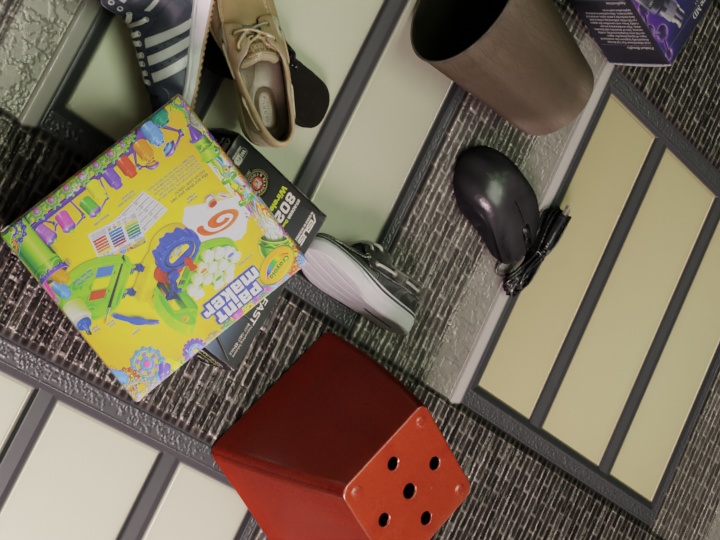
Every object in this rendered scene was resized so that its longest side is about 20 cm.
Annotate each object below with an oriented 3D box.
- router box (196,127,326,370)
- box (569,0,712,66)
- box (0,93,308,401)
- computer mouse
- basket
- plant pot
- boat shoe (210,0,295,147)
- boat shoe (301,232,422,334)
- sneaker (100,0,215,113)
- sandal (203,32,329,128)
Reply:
[{"bbox_3d":[-0.143,-0.021,1.455,0.150,0.062,0.201,42,71,-38],"label":"router box"},{"bbox_3d":[0.338,-0.372,1.762,0.200,0.104,0.148,46,69,-35],"label":"box"},{"bbox_3d":[-0.189,-0.021,1.306,0.200,0.122,0.193,-38,99,-9],"label":"box"},{"bbox_3d":[0.186,-0.071,1.727,0.139,0.053,0.200,-54,127,-17],"label":"computer mouse"},{"bbox_3d":[0.172,-0.254,1.632,0.200,0.136,0.181,41,67,-41],"label":"basket"},{"bbox_3d":[-0.002,0.217,1.545,0.200,0.176,0.200,-44,124,-24],"label":"plant pot"},{"bbox_3d":[-0.103,-0.218,1.396,0.072,0.065,0.201,-16,104,-17],"label":"boat shoe"},{"bbox_3d":[0.000,0.000,1.584,0.200,0.072,0.071,41,63,-48],"label":"boat shoe"},{"bbox_3d":[-0.204,-0.221,1.364,0.108,0.070,0.201,6,114,-19],"label":"sneaker"},{"bbox_3d":[-0.094,-0.213,1.469,0.200,0.045,0.075,33,78,-39],"label":"sandal"}]
